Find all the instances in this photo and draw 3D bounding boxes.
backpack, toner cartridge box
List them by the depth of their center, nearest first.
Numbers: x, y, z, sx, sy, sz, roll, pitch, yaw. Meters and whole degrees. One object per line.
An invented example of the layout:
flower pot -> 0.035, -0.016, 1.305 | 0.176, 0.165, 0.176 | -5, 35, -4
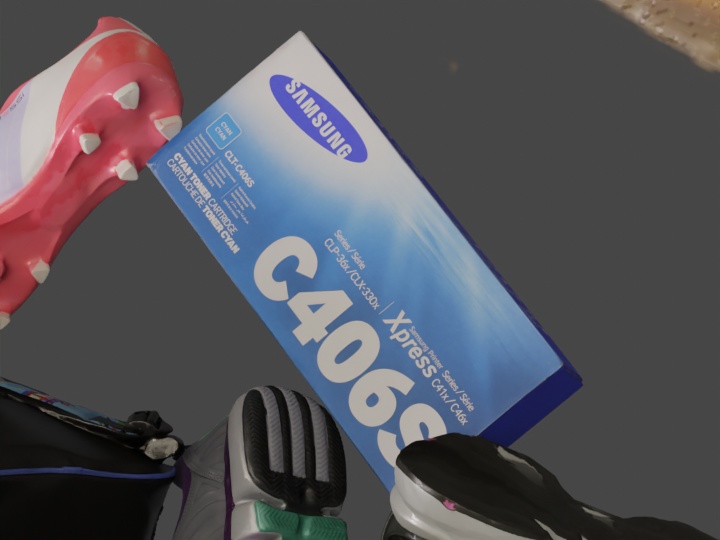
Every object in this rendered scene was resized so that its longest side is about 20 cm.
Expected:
backpack -> -0.206, 0.104, 1.111 | 0.200, 0.182, 0.135 | 15, 95, 35
toner cartridge box -> 0.000, 0.000, 1.137 | 0.095, 0.043, 0.200 | -40, 69, 4

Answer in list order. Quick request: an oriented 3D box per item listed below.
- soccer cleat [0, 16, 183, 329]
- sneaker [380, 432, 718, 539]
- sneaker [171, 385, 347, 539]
soccer cleat -> -0.164, -0.035, 1.195 | 0.200, 0.067, 0.077 | -42, 38, 10
sneaker -> 0.096, 0.145, 1.066 | 0.200, 0.080, 0.087 | 28, 118, 14
sneaker -> -0.045, 0.154, 1.096 | 0.087, 0.074, 0.201 | -31, 50, 43
